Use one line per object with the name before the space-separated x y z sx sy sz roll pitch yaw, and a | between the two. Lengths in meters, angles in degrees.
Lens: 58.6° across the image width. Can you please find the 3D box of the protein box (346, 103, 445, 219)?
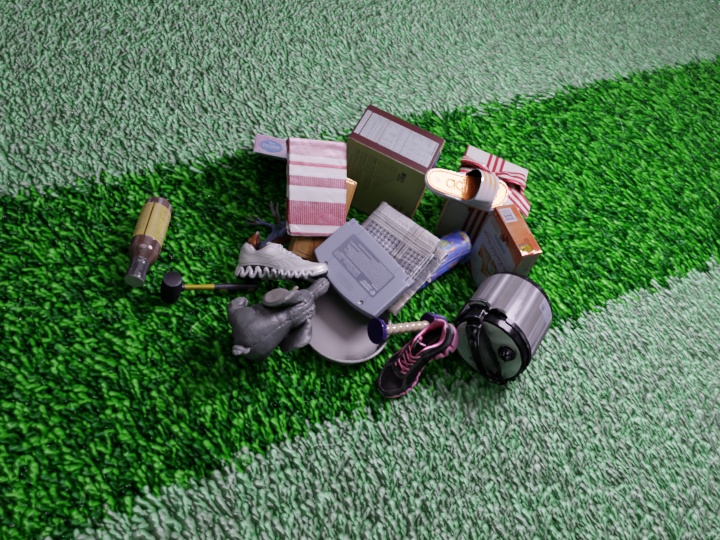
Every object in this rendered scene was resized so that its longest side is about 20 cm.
protein box | 0.065 -0.237 1.504 0.197 0.200 0.136 26 53 4

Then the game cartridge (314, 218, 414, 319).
game cartridge | 0.000 0.000 1.336 0.133 0.041 0.200 -38 68 -12

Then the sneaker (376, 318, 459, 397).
sneaker | 0.105 0.165 1.257 0.199 0.096 0.079 -42 65 -5

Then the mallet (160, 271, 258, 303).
mallet | -0.309 0.040 1.307 0.196 0.066 0.042 5 52 -31

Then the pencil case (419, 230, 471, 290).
pencil case | 0.168 -0.021 1.451 0.198 0.079 0.086 -28 36 -30

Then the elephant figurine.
elephant figurine | -0.145 0.083 1.217 0.196 0.142 0.157 -23 58 0

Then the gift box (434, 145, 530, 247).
gift box | 0.292 -0.158 1.518 0.181 0.188 0.203 18 50 -1

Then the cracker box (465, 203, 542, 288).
cracker box | 0.310 -0.028 1.419 0.056 0.202 0.136 -10 57 -20

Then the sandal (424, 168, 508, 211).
sandal | 0.238 -0.180 1.380 0.202 0.059 0.081 8 75 -18

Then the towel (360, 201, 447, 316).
towel | 0.063 -0.030 1.374 0.199 0.035 0.193 38 72 18

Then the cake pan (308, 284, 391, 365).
cake pan | -0.035 0.108 1.327 0.196 0.037 0.204 8 53 -10

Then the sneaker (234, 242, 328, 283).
sneaker | -0.162 -0.017 1.319 0.195 0.075 0.083 3 80 8

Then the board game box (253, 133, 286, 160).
board game box | -0.143 -0.270 1.491 0.195 0.199 0.044 11 96 -7

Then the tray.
tray | -0.082 -0.116 1.400 0.097 0.037 0.204 22 80 -26

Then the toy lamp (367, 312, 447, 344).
toy lamp | 0.102 0.117 1.321 0.197 0.058 0.059 0 52 -39

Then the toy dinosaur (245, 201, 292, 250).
toy dinosaur | -0.159 -0.091 1.410 0.198 0.105 0.183 33 69 -2

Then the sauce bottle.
sauce bottle | -0.440 -0.059 1.320 0.063 0.065 0.203 11 53 -7

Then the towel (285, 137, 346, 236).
towel | -0.093 -0.175 1.365 0.141 0.023 0.205 0 91 -31

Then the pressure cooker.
pressure cooker | 0.284 0.121 1.317 0.175 0.180 0.200 36 52 9
